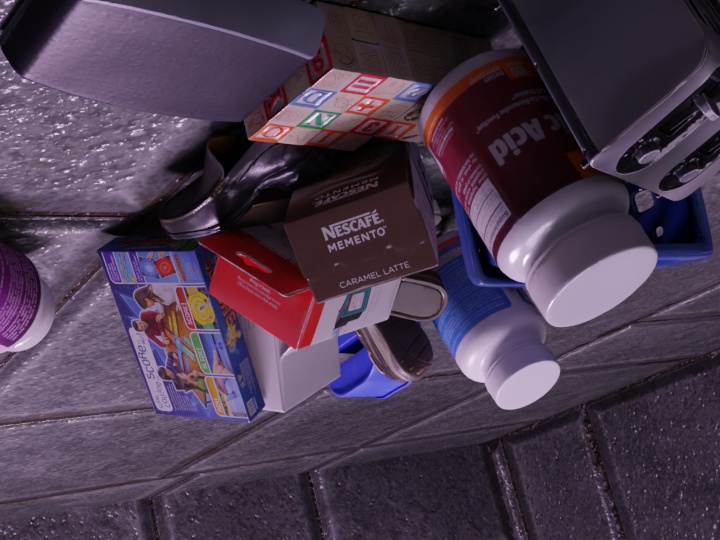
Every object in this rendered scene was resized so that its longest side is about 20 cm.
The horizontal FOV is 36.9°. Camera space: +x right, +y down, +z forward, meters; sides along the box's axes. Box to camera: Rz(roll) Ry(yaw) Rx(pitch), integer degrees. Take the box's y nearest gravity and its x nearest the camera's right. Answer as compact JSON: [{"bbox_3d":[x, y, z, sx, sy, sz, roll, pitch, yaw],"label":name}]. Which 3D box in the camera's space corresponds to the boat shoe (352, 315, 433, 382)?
[{"bbox_3d":[0.008,0.044,1.263,0.074,0.201,0.073,-22,173,-37],"label":"boat shoe"}]

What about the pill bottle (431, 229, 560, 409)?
[{"bbox_3d":[0.145,0.057,1.248,0.111,0.201,0.113,-17,141,-15],"label":"pill bottle"}]

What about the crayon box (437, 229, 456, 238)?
[{"bbox_3d":[0.036,0.022,1.385,0.199,0.051,0.127,-27,175,-10],"label":"crayon box"}]

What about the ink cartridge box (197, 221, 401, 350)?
[{"bbox_3d":[-0.059,0.010,1.025,0.199,0.116,0.068,-14,128,-55],"label":"ink cartridge box"}]

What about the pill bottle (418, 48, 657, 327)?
[{"bbox_3d":[0.136,-0.065,0.838,0.113,0.201,0.115,-22,151,-13],"label":"pill bottle"}]

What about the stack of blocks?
[{"bbox_3d":[0.011,-0.151,0.893,0.199,0.059,0.115,0,158,-42],"label":"stack of blocks"}]

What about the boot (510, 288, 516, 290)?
[{"bbox_3d":[0.226,-0.048,1.258,0.198,0.148,0.070,-8,160,-23],"label":"boot"}]

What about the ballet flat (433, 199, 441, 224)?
[{"bbox_3d":[0.056,-0.057,1.242,0.070,0.068,0.200,-25,169,-10],"label":"ballet flat"}]

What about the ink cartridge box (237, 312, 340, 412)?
[{"bbox_3d":[-0.119,0.073,1.214,0.198,0.127,0.128,4,-163,30],"label":"ink cartridge box"}]

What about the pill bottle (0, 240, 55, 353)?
[{"bbox_3d":[-0.370,0.019,1.022,0.111,0.113,0.200,-16,163,6],"label":"pill bottle"}]

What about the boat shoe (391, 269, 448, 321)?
[{"bbox_3d":[0.000,0.000,1.192,0.199,0.068,0.072,23,113,-22],"label":"boat shoe"}]

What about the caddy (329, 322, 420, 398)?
[{"bbox_3d":[0.024,0.115,1.625,0.104,0.143,0.200,-2,160,-28],"label":"caddy"}]

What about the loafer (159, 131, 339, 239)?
[{"bbox_3d":[-0.114,-0.095,0.977,0.199,0.073,0.072,-29,126,24],"label":"loafer"}]

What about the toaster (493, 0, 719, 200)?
[{"bbox_3d":[0.203,-0.166,0.799,0.118,0.201,0.180,-36,154,27],"label":"toaster"}]

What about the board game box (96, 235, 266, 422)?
[{"bbox_3d":[-0.187,0.062,1.131,0.134,0.202,0.034,1,-153,31],"label":"board game box"}]

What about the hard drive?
[{"bbox_3d":[-0.133,-0.157,0.753,0.199,0.043,0.135,6,154,-40],"label":"hard drive"}]

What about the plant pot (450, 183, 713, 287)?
[{"bbox_3d":[0.196,-0.085,1.043,0.199,0.202,0.179,-1,166,-39],"label":"plant pot"}]

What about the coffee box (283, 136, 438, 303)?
[{"bbox_3d":[0.004,-0.058,0.976,0.113,0.080,0.200,-19,-160,8],"label":"coffee box"}]

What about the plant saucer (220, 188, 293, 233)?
[{"bbox_3d":[-0.104,-0.051,1.159,0.198,0.037,0.201,-14,164,-4],"label":"plant saucer"}]
